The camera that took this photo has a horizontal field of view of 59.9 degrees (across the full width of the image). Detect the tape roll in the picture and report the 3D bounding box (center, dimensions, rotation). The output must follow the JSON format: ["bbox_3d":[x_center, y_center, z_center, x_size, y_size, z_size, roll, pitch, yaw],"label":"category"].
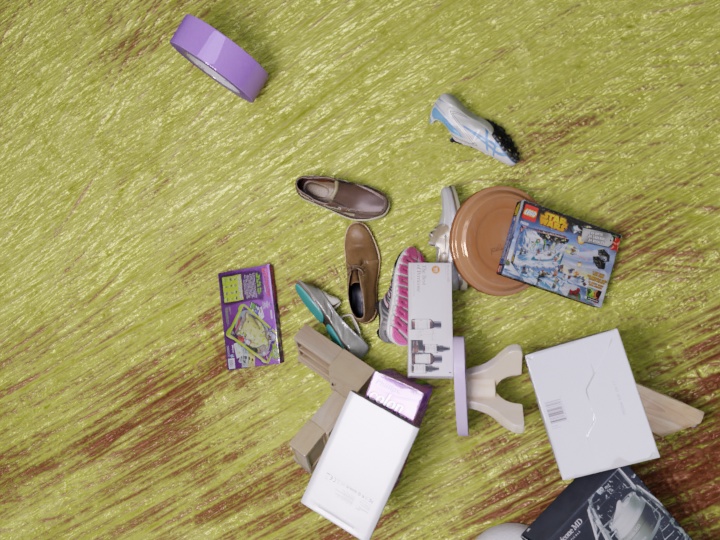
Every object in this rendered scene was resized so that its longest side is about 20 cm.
[{"bbox_3d":[-0.286,-0.429,1.276,0.198,0.200,0.066,34,91,14],"label":"tape roll"}]

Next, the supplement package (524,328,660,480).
[{"bbox_3d":[0.373,0.216,1.031,0.153,0.111,0.204,-18,80,13],"label":"supplement package"}]

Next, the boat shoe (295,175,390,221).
[{"bbox_3d":[-0.040,-0.147,1.251,0.198,0.075,0.076,11,86,14],"label":"boat shoe"}]

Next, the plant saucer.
[{"bbox_3d":[0.261,-0.055,1.154,0.196,0.032,0.205,0,90,-9],"label":"plant saucer"}]

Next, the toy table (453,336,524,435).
[{"bbox_3d":[0.225,0.208,1.105,0.114,0.202,0.186,-1,44,10],"label":"toy table"}]

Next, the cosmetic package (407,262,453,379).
[{"bbox_3d":[0.125,0.089,1.121,0.081,0.051,0.205,0,75,1],"label":"cosmetic package"}]

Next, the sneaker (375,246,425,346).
[{"bbox_3d":[0.071,0.051,1.202,0.073,0.087,0.204,23,65,-27],"label":"sneaker"}]

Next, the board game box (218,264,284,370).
[{"bbox_3d":[-0.227,0.097,1.293,0.118,0.032,0.205,-9,83,16],"label":"board game box"}]

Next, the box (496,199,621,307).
[{"bbox_3d":[0.358,-0.029,1.131,0.196,0.040,0.140,19,88,-6],"label":"box"}]

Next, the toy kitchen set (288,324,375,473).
[{"bbox_3d":[-0.090,0.259,1.190,0.179,0.165,0.200,30,60,26],"label":"toy kitchen set"}]

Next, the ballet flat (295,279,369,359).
[{"bbox_3d":[-0.053,0.092,1.243,0.063,0.068,0.201,-32,77,-20],"label":"ballet flat"}]

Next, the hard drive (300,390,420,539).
[{"bbox_3d":[-0.001,0.321,1.033,0.130,0.027,0.203,25,90,16],"label":"hard drive"}]

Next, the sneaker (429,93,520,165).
[{"bbox_3d":[0.222,-0.263,1.214,0.199,0.072,0.073,38,127,8],"label":"sneaker"}]

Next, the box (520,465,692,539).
[{"bbox_3d":[0.409,0.452,1.023,0.199,0.124,0.197,-40,81,-11],"label":"box"}]

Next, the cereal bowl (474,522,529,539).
[{"bbox_3d":[0.273,0.558,1.096,0.196,0.083,0.205,-1,84,13],"label":"cereal bowl"}]

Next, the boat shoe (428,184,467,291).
[{"bbox_3d":[0.163,-0.061,1.194,0.067,0.075,0.205,-5,83,7],"label":"boat shoe"}]

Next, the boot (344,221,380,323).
[{"bbox_3d":[0.000,0.000,1.227,0.072,0.075,0.205,-8,81,14],"label":"boot"}]

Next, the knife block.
[{"bbox_3d":[0.465,0.213,1.098,0.197,0.064,0.179,-23,80,10],"label":"knife block"}]

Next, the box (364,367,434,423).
[{"bbox_3d":[0.048,0.291,1.130,0.095,0.176,0.204,20,88,14],"label":"box"}]
